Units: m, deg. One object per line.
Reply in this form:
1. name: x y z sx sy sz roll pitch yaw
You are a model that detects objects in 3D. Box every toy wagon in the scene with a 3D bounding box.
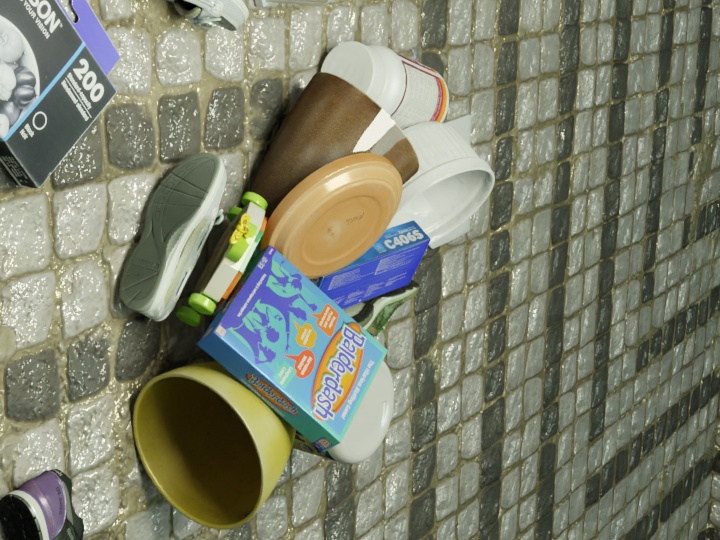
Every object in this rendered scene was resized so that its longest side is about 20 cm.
1. toy wagon: -0.157 -0.017 1.452 0.039 0.200 0.157 30 69 -12

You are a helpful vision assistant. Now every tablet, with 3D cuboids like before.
1. tablet: 0.148 -0.147 2.009 0.130 0.014 0.203 -25 119 -51

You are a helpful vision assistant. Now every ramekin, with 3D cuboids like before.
1. ramekin: 0.084 -0.123 1.767 0.198 0.106 0.201 -28 158 -12

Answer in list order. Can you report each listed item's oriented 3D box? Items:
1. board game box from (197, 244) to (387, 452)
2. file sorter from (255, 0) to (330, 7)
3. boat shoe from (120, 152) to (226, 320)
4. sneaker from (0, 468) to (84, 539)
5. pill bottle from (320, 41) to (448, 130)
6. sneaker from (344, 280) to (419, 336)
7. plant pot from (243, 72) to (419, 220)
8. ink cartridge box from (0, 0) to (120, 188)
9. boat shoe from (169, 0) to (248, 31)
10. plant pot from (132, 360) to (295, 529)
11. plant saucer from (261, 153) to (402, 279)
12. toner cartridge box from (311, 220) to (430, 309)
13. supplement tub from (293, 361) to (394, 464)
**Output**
1. board game box: -0.076 0.091 1.443 0.200 0.045 0.153 42 48 -14
2. file sorter: -0.041 -0.432 1.540 0.200 0.123 0.140 -43 134 -42
3. boat shoe: -0.212 -0.041 1.435 0.065 0.074 0.204 39 71 -60
4. sneaker: -0.336 0.320 1.368 0.087 0.075 0.203 -36 128 -53
5. pill bottle: 0.034 -0.254 1.718 0.199 0.108 0.111 9 92 -56
6. sneaker: 0.015 0.068 1.836 0.199 0.076 0.090 -31 137 -43
7. plant pot: -0.056 -0.118 1.588 0.200 0.186 0.187 -49 139 -13
8. ink cartridge box: -0.330 -0.223 1.240 0.201 0.043 0.199 -60 142 -28
9. boat shoe: -0.208 -0.314 1.375 0.201 0.074 0.066 24 86 -52
10. plant pot: -0.157 0.189 1.487 0.142 0.198 0.203 -33 126 -51
11. plant saucer: -0.030 -0.059 1.509 0.199 0.032 0.201 -29 151 -18
12. toner cartridge box: 0.000 0.000 1.683 0.198 0.043 0.096 -19 146 -38
13. supplement tub: -0.070 0.162 1.600 0.144 0.198 0.147 -19 113 -52
